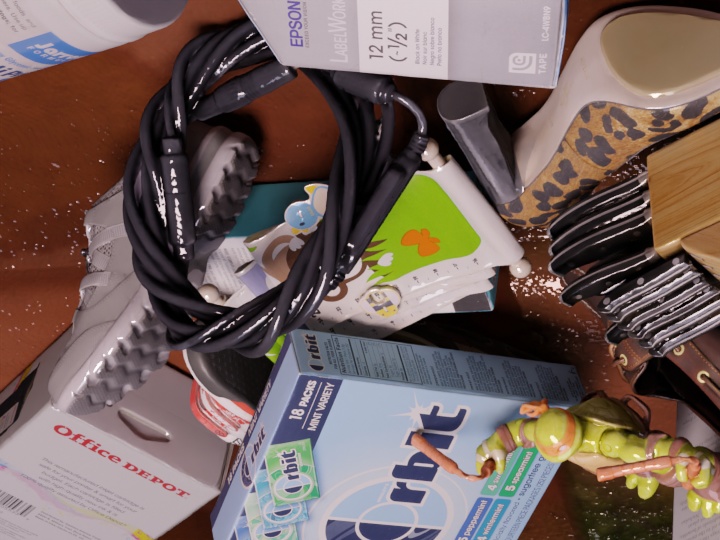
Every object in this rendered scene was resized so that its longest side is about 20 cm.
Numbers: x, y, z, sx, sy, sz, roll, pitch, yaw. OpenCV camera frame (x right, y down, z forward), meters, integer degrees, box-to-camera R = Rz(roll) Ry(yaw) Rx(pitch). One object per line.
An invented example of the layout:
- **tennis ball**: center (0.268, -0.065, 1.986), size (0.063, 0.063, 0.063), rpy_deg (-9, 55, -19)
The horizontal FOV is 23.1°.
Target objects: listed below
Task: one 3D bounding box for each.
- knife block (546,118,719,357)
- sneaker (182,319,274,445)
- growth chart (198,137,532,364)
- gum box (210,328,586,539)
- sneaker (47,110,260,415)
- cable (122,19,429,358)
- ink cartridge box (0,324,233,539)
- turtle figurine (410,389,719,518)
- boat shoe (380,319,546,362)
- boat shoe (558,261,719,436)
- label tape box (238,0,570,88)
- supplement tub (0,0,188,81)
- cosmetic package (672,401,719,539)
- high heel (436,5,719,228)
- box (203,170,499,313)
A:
- **knife block**: center (0.198, -0.043, 0.951), size (0.064, 0.200, 0.175), rpy_deg (37, 174, -36)
- **sneaker**: center (-0.084, 0.079, 1.186), size (0.108, 0.067, 0.201), rpy_deg (-12, 162, 30)
- **growth chart**: center (0.000, 0.000, 1.062), size (0.200, 0.018, 0.145), rpy_deg (-30, 130, 28)
- **gum box**: center (0.024, 0.124, 1.135), size (0.200, 0.045, 0.170), rpy_deg (9, 127, -21)
- **sneaker**: center (-0.139, -0.006, 1.076), size (0.082, 0.200, 0.075), rpy_deg (28, 177, 20)
- **cable**: center (-0.065, -0.047, 0.990), size (0.163, 0.200, 0.051), rpy_deg (36, -172, 20)
- **ink cartridge box**: center (-0.204, 0.140, 1.317), size (0.146, 0.083, 0.200), rpy_deg (31, 136, -21)
- **turtle figurine**: center (0.143, 0.105, 1.060), size (0.200, 0.065, 0.161), rpy_deg (-4, 164, 41)
- **boat shoe**: center (0.055, 0.069, 1.183), size (0.201, 0.066, 0.072), rpy_deg (19, 121, -14)
- **boat shoe**: center (0.184, 0.044, 1.042), size (0.200, 0.070, 0.070), rpy_deg (35, 171, 41)
- **label tape box**: center (0.006, -0.166, 0.860), size (0.200, 0.143, 0.066), rpy_deg (5, 139, 8)
- **supplement tub**: center (-0.203, -0.164, 0.925), size (0.200, 0.132, 0.132), rpy_deg (-11, 135, 27)
- **cosmetic package**: center (0.256, 0.140, 1.112), size (0.071, 0.200, 0.101), rpy_deg (29, 138, -21)
- **high heel**: center (0.156, -0.080, 0.999), size (0.200, 0.072, 0.143), rpy_deg (-11, 149, 18)
- **box**: center (-0.017, -0.014, 1.117), size (0.200, 0.049, 0.082), rpy_deg (-3, 138, 17)
